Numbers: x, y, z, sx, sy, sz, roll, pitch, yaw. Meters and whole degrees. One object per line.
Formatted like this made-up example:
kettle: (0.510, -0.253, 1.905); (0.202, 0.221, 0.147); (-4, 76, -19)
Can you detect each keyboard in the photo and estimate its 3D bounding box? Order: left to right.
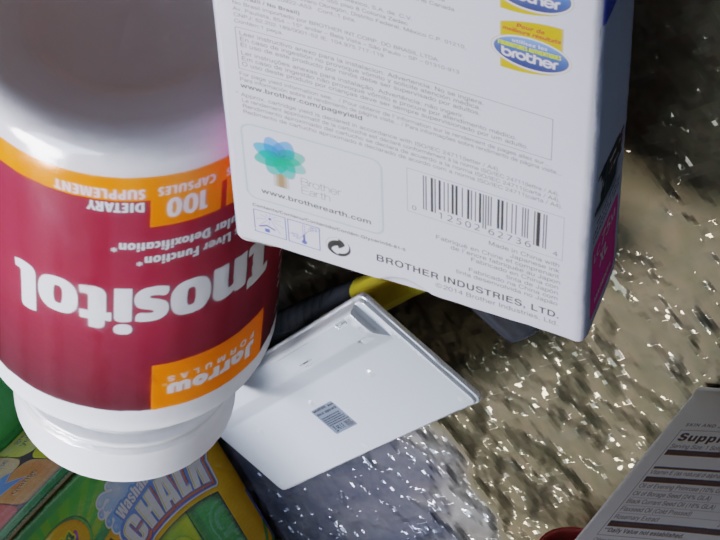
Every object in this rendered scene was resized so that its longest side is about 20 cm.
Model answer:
keyboard: (-0.015, 0.049, 0.957); (0.056, 0.011, 0.200); (36, 157, -10)

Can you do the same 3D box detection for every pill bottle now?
pill bottle: (-0.082, -0.017, 0.893); (0.113, 0.113, 0.200); (30, 144, 19)

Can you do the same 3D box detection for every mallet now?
mallet: (0.000, 0.000, 0.899); (0.066, 0.041, 0.200); (53, 149, -16)

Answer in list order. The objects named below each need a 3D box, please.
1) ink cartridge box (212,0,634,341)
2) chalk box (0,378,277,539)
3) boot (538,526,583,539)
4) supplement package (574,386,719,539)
ink cartridge box: (0.017, -0.067, 0.726); (0.119, 0.042, 0.200); (17, 147, 15)
chalk box: (-0.126, 0.119, 1.072); (0.124, 0.124, 0.200); (-1, 127, 46)
boot: (0.052, 0.147, 0.972); (0.200, 0.072, 0.144); (4, 130, 32)
supplement package: (0.137, 0.158, 0.777); (0.151, 0.200, 0.152); (2, 128, 45)
